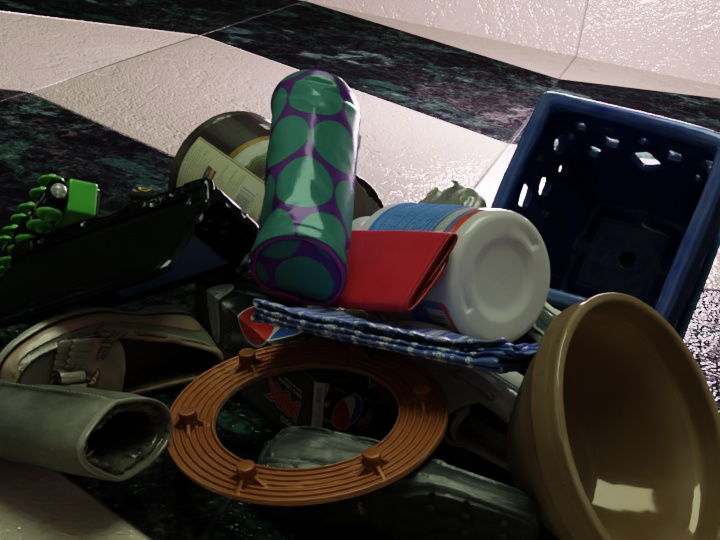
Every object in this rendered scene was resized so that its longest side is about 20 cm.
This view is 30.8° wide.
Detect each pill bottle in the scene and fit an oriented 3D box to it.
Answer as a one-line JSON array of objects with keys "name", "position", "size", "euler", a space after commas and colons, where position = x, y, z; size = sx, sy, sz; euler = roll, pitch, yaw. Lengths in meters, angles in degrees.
[{"name": "pill bottle", "position": [0.059, -0.002, 1.124], "size": [0.111, 0.114, 0.199], "euler": [-4, 8, -34]}]

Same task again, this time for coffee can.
[{"name": "coffee can", "position": [-0.086, -0.060, 1.301], "size": [0.145, 0.148, 0.200], "euler": [-4, 24, -33]}]

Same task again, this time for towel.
[{"name": "towel", "position": [0.035, 0.044, 0.962], "size": [0.198, 0.024, 0.145], "euler": [11, 1, 22]}]

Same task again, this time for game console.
[{"name": "game console", "position": [-0.190, 0.013, 1.062], "size": [0.198, 0.118, 0.176], "euler": [-16, -31, 21]}]

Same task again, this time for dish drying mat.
[{"name": "dish drying mat", "position": [0.000, 0.000, 1.074], "size": [0.018, 0.077, 0.199], "euler": [46, -23, -27]}]

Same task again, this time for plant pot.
[{"name": "plant pot", "position": [0.167, 0.125, 0.920], "size": [0.092, 0.203, 0.200], "euler": [-24, -7, 41]}, {"name": "plant pot", "position": [0.243, -0.028, 1.259], "size": [0.198, 0.202, 0.180], "euler": [19, -13, 26]}]

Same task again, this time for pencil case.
[{"name": "pencil case", "position": [-0.046, -0.070, 1.091], "size": [0.084, 0.092, 0.202], "euler": [21, 49, -19]}]

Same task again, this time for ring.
[{"name": "ring", "position": [-0.038, 0.095, 0.906], "size": [0.197, 0.019, 0.201], "euler": [-3, 28, 2]}]

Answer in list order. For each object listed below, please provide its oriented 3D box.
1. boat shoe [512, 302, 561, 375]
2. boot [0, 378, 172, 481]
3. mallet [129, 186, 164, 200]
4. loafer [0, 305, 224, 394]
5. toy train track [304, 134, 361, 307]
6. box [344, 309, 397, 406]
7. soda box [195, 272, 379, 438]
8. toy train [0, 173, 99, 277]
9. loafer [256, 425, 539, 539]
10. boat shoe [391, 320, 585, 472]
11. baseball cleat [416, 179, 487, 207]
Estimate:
[{"name": "boat shoe", "position": [0.122, 0.048, 1.141], "size": [0.061, 0.074, 0.199], "euler": [-7, 25, -35]}, {"name": "boot", "position": [-0.251, 0.104, 0.855], "size": [0.198, 0.074, 0.181], "euler": [15, 19, 29]}, {"name": "mallet", "position": [-0.166, -0.071, 1.468], "size": [0.197, 0.042, 0.066], "euler": [5, 22, 3]}, {"name": "loafer", "position": [-0.188, 0.069, 1.019], "size": [0.063, 0.073, 0.199], "euler": [31, 25, 31]}, {"name": "toy train track", "position": [-0.047, -0.035, 1.178], "size": [0.114, 0.202, 0.032], "euler": [27, -4, -29]}, {"name": "box", "position": [0.084, 0.085, 1.164], "size": [0.197, 0.022, 0.164], "euler": [8, 20, -6]}, {"name": "soda box", "position": [-0.064, 0.070, 1.062], "size": [0.063, 0.072, 0.199], "euler": [-10, 27, -32]}, {"name": "toy train", "position": [-0.277, -0.034, 1.148], "size": [0.056, 0.042, 0.200], "euler": [10, -21, -25]}, {"name": "loafer", "position": [0.026, 0.145, 0.893], "size": [0.198, 0.069, 0.071], "euler": [10, 37, 12]}, {"name": "boat shoe", "position": [0.084, 0.104, 1.024], "size": [0.198, 0.074, 0.065], "euler": [23, 42, 25]}, {"name": "baseball cleat", "position": [0.073, -0.025, 1.285], "size": [0.199, 0.107, 0.070], "euler": [-10, 37, 56]}]
